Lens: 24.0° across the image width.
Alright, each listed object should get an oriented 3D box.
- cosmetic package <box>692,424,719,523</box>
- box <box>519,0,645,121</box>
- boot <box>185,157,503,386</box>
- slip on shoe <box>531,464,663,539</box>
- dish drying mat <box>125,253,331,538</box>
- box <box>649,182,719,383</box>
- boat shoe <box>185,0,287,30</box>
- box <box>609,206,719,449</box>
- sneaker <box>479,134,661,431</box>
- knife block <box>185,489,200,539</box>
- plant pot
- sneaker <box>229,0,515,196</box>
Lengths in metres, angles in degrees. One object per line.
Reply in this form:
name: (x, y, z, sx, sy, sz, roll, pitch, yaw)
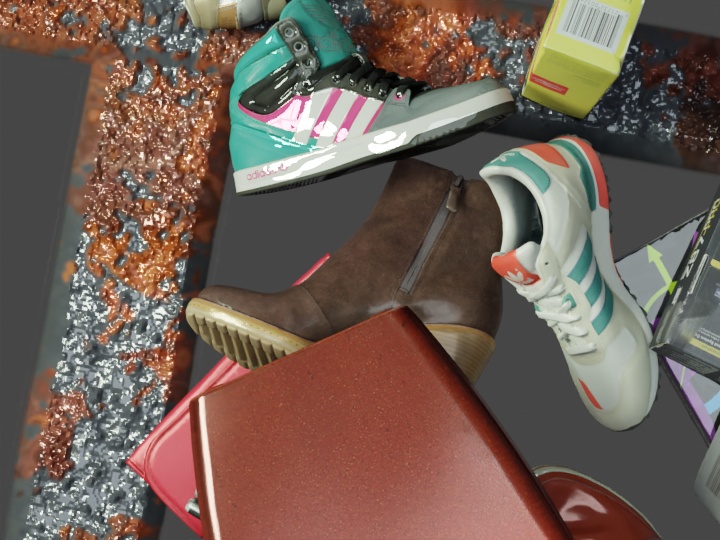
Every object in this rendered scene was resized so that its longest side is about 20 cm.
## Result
cosmetic package: (0.319, 0.161, 1.061, 0.200, 0.102, 0.074, 23, 97, -6)
box: (0.140, -0.147, 1.066, 0.050, 0.200, 0.075, 20, 89, 1)
boot: (0.000, 0.000, 1.128, 0.200, 0.072, 0.167, 17, 67, 2)
slip on shoe: (0.178, 0.206, 1.115, 0.074, 0.061, 0.200, -43, 84, 2)
dish drying mat: (-0.066, 0.084, 1.156, 0.077, 0.018, 0.200, 44, 90, 3)
box: (0.309, 0.019, 1.087, 0.200, 0.049, 0.161, 25, 79, -2)
boat shoe: (-0.105, -0.262, 1.149, 0.068, 0.075, 0.200, -14, 87, -3)
box: (0.275, 0.048, 1.131, 0.143, 0.036, 0.200, -30, 87, 1)
sneaker: (0.127, 0.012, 1.101, 0.093, 0.070, 0.200, -11, 85, -39)
knife block: (-0.013, 0.191, 1.118, 0.200, 0.064, 0.176, -17, 92, 3)
plant pot: (0.004, 0.128, 0.993, 0.200, 0.200, 0.176, -23, 84, 3)
sneaker: (-0.003, -0.129, 1.122, 0.200, 0.084, 0.121, -14, 89, 20)
